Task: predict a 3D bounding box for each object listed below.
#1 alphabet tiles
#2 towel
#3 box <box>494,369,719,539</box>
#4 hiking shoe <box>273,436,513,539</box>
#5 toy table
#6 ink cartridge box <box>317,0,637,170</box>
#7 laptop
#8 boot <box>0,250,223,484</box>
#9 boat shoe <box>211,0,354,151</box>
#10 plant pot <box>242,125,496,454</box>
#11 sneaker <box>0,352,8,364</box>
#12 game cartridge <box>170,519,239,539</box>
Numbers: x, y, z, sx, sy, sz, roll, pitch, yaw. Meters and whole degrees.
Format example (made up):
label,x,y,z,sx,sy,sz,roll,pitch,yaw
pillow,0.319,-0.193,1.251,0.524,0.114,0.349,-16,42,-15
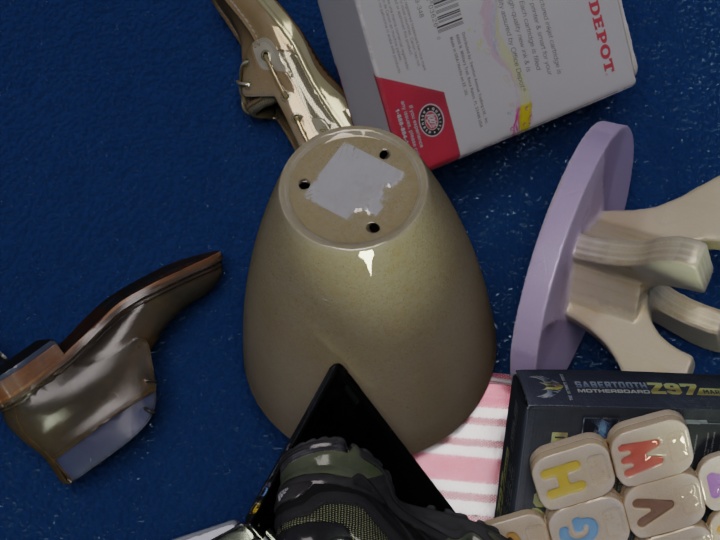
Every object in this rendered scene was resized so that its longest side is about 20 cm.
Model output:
label,x,y,z,sx,sy,sz,roll,pitch,yaw
alphabet tiles,0.174,0.184,0.855,0.194,0.015,0.201,-16,114,4
towel,0.052,0.169,0.971,0.145,0.030,0.202,5,77,5
box,0.167,0.164,0.882,0.156,0.051,0.202,1,113,-6
hiking shoe,0.026,0.186,0.793,0.199,0.076,0.101,33,46,-16
toy table,0.190,0.003,0.937,0.116,0.184,0.202,17,88,25
ink cartridge box,0.083,-0.171,0.979,0.199,0.086,0.149,-23,109,-18
laptop,-0.046,0.199,0.881,0.115,0.188,0.201,-7,41,41
boot,-0.170,0.068,1.006,0.199,0.075,0.097,-33,101,-17
boat shoe,-0.064,-0.146,1.044,0.065,0.072,0.201,-35,81,-7
plant pot,0.000,0.000,0.909,0.185,0.201,0.189,-2,58,3
sneaker,-0.320,0.032,1.010,0.128,0.080,0.201,5,70,-1
game cartridge,-0.102,0.284,0.944,0.132,0.042,0.202,-16,74,-5
